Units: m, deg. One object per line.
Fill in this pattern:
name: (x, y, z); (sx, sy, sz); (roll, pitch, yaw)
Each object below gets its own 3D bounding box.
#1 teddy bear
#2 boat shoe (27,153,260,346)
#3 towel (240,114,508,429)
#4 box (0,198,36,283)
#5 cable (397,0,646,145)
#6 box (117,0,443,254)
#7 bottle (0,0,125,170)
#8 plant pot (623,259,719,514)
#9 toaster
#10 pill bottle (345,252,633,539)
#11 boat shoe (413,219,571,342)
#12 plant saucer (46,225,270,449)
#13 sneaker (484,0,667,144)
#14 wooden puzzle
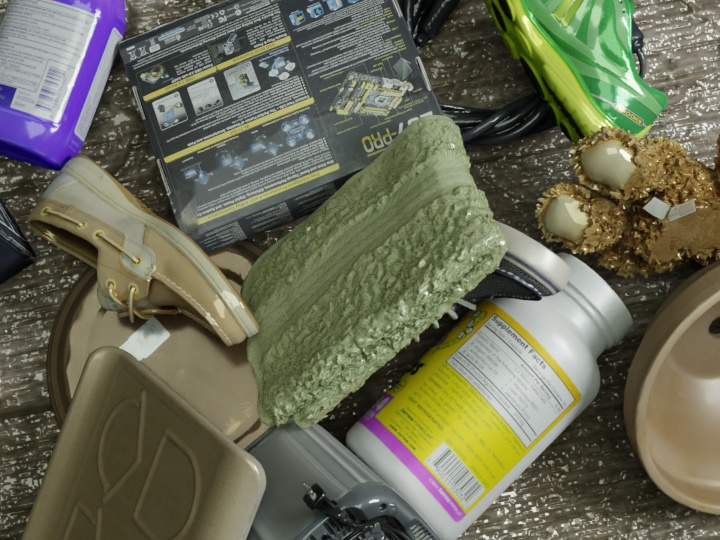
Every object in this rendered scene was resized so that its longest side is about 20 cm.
teddy bear: (0.214, -0.049, 1.080); (0.198, 0.146, 0.067); (-3, 40, -15)
boat shoe: (-0.150, 0.000, 1.058); (0.069, 0.074, 0.200); (-45, 56, -13)
towel: (0.000, 0.000, 1.017); (0.200, 0.036, 0.149); (-39, 41, 18)
box: (-0.328, -0.070, 1.032); (0.123, 0.198, 0.201); (-33, 83, -4)
cable: (0.100, -0.173, 1.139); (0.198, 0.051, 0.164); (-19, 82, -4)
box: (-0.053, -0.121, 1.103); (0.199, 0.049, 0.162); (-22, 70, 1)
bottle: (-0.211, -0.175, 1.119); (0.083, 0.065, 0.202); (16, 80, 13)
plant pot: (0.261, 0.058, 1.066); (0.199, 0.093, 0.202); (-8, 122, -13)
toaster: (-0.018, 0.182, 1.012); (0.114, 0.129, 0.200); (-41, 125, -8)
pill bottle: (0.092, 0.082, 1.072); (0.200, 0.104, 0.104); (-44, 85, -8)
boat shoe: (0.054, 0.014, 1.045); (0.075, 0.200, 0.093); (36, 79, -29)
plant saucer: (-0.123, 0.065, 1.105); (0.198, 0.029, 0.202); (0, 82, -1)
sneaker: (0.143, -0.175, 1.088); (0.083, 0.074, 0.201); (-29, 88, -8)
wooden puzzle: (-0.140, 0.168, 1.016); (0.046, 0.200, 0.187); (15, 100, -41)
